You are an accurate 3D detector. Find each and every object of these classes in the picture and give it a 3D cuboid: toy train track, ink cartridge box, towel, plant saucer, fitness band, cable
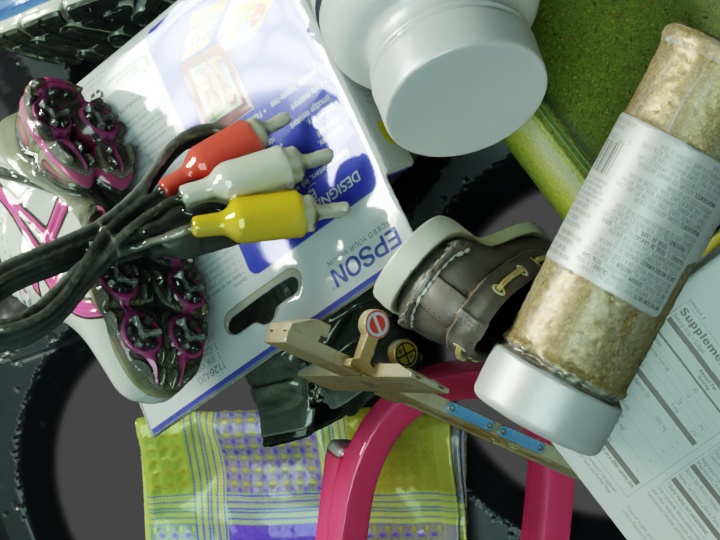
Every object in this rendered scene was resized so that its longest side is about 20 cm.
[{"bbox_3d":[0.043,0.058,1.155,0.200,0.115,0.033,26,76,-27],"label":"toy train track"},{"bbox_3d":[-0.069,-0.045,1.208,0.197,0.047,0.200,-34,71,28],"label":"ink cartridge box"},{"bbox_3d":[-0.030,0.148,1.307,0.199,0.023,0.144,0,103,12],"label":"towel"},{"bbox_3d":[0.140,-0.127,1.153,0.200,0.048,0.200,-44,63,17],"label":"plant saucer"},{"bbox_3d":[0.046,0.145,1.248,0.143,0.037,0.201,-1,106,-25],"label":"fitness band"},{"bbox_3d":[-0.110,-0.029,1.120,0.097,0.200,0.050,56,154,35],"label":"cable"}]

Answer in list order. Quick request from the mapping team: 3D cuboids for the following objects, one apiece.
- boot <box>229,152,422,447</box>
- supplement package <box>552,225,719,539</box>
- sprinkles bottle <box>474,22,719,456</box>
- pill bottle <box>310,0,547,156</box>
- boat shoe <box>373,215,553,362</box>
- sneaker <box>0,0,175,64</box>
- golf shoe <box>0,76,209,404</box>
[{"bbox_3d":[0.000,0.000,1.230,0.200,0.068,0.131,-40,73,25],"label":"boot"},{"bbox_3d":[0.213,0.048,1.164,0.200,0.152,0.151,-38,92,17],"label":"supplement package"},{"bbox_3d":[0.127,-0.014,1.070,0.068,0.068,0.200,28,94,5],"label":"sprinkles bottle"},{"bbox_3d":[0.025,-0.158,1.134,0.111,0.111,0.200,-29,55,16],"label":"pill bottle"},{"bbox_3d":[0.072,0.015,1.161,0.059,0.200,0.072,41,101,20],"label":"boat shoe"},{"bbox_3d":[-0.132,-0.181,1.241,0.200,0.078,0.089,-28,67,25],"label":"sneaker"},{"bbox_3d":[-0.142,-0.002,1.192,0.092,0.072,0.200,-49,52,30],"label":"golf shoe"}]
